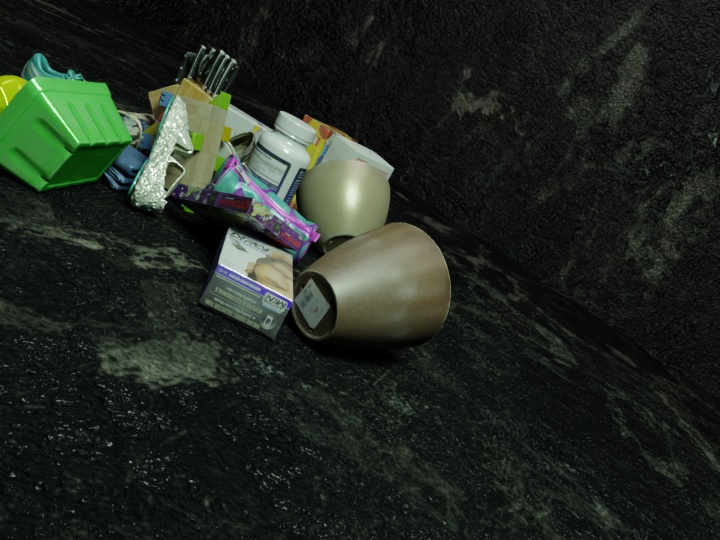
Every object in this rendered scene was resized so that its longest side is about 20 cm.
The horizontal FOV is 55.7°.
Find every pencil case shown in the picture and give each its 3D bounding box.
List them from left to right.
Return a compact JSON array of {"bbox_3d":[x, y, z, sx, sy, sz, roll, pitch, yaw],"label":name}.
[{"bbox_3d":[-0.393,-0.249,1.275,0.089,0.078,0.200,43,15,3],"label":"pencil case"},{"bbox_3d":[-0.165,-0.100,1.150,0.199,0.092,0.086,39,51,-14],"label":"pencil case"}]

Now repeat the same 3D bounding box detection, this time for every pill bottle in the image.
[{"bbox_3d":[-0.164,-0.197,1.317,0.109,0.203,0.111,28,13,-7],"label":"pill bottle"}]

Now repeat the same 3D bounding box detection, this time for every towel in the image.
[{"bbox_3d":[-0.417,-0.194,1.096,0.198,0.049,0.111,34,14,14],"label":"towel"}]

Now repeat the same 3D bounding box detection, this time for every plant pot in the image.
[{"bbox_3d":[-0.034,-0.101,1.359,0.197,0.199,0.138,21,51,-32],"label":"plant pot"},{"bbox_3d":[-0.001,0.035,0.970,0.186,0.191,0.197,38,30,31],"label":"plant pot"}]

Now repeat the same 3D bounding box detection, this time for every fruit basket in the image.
[{"bbox_3d":[-0.446,-0.213,0.933,0.216,0.155,0.216,45,13,-14],"label":"fruit basket"}]

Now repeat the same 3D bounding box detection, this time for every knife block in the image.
[{"bbox_3d":[-0.282,-0.289,1.222,0.171,0.206,0.064,-10,9,14],"label":"knife block"}]

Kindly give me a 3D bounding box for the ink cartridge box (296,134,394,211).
[{"bbox_3d":[-0.034,-0.179,1.533,0.145,0.203,0.083,13,21,-49],"label":"ink cartridge box"}]

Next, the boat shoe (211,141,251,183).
[{"bbox_3d":[-0.232,-0.169,1.233,0.202,0.073,0.060,56,7,-15],"label":"boat shoe"}]

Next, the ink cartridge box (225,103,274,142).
[{"bbox_3d":[-0.238,-0.239,1.422,0.197,0.148,0.088,29,12,-4],"label":"ink cartridge box"}]

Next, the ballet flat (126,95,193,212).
[{"bbox_3d":[-0.296,-0.174,1.052,0.070,0.205,0.072,12,-26,6],"label":"ballet flat"}]

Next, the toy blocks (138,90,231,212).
[{"bbox_3d":[-0.310,-0.216,1.155,0.134,0.206,0.100,18,8,20],"label":"toy blocks"}]

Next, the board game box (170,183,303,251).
[{"bbox_3d":[-0.190,-0.082,1.037,0.197,0.033,0.119,15,-12,42],"label":"board game box"}]

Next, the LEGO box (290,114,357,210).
[{"bbox_3d":[-0.110,-0.238,1.575,0.076,0.203,0.148,34,15,22],"label":"LEGO box"}]

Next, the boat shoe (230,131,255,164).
[{"bbox_3d":[-0.267,-0.209,1.288,0.072,0.066,0.201,27,41,11],"label":"boat shoe"}]

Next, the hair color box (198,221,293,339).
[{"bbox_3d":[-0.150,0.007,0.935,0.107,0.066,0.201,27,16,-15],"label":"hair color box"}]

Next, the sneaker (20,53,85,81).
[{"bbox_3d":[-0.521,-0.317,1.234,0.197,0.081,0.078,30,13,-7],"label":"sneaker"}]
